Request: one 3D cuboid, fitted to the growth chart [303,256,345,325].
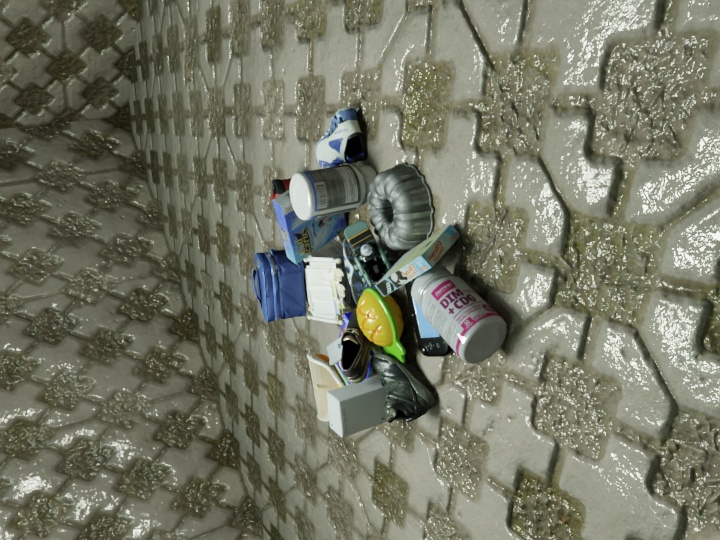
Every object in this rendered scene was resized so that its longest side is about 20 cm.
[{"bbox_3d":[-0.094,0.054,1.838,0.144,0.018,0.202,12,117,34],"label":"growth chart"}]

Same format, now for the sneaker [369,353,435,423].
[{"bbox_3d":[0.075,0.287,1.669,0.199,0.114,0.077,42,154,26],"label":"sneaker"}]

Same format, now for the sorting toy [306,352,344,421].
[{"bbox_3d":[-0.072,0.347,1.989,0.180,0.106,0.202,-147,46,-69],"label":"sorting toy"}]

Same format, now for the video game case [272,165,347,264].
[{"bbox_3d":[-0.124,-0.141,1.783,0.045,0.181,0.201,38,152,36],"label":"video game case"}]

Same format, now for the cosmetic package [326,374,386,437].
[{"bbox_3d":[0.019,0.335,1.750,0.071,0.198,0.103,23,122,57],"label":"cosmetic package"}]

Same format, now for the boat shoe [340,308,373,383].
[{"bbox_3d":[-0.009,0.179,1.735,0.073,0.074,0.202,57,-150,-52],"label":"boat shoe"}]

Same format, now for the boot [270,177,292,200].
[{"bbox_3d":[-0.175,-0.178,1.959,0.201,0.143,0.073,64,148,20],"label":"boot"}]

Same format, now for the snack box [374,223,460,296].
[{"bbox_3d":[0.119,-0.019,1.484,0.037,0.116,0.200,47,147,-5],"label":"snack box"}]

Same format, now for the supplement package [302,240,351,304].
[{"bbox_3d":[-0.120,-0.004,1.965,0.200,0.110,0.157,37,133,52],"label":"supplement package"}]

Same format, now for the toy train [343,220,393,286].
[{"bbox_3d":[0.019,-0.039,1.660,0.115,0.085,0.200,63,-179,20],"label":"toy train"}]

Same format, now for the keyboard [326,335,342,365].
[{"bbox_3d":[-0.054,0.213,1.886,0.200,0.011,0.057,139,124,-62],"label":"keyboard"}]

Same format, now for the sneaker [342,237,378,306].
[{"bbox_3d":[0.000,0.000,1.801,0.077,0.075,0.202,-137,36,-82],"label":"sneaker"}]

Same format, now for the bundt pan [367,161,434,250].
[{"bbox_3d":[0.080,-0.139,1.567,0.202,0.075,0.204,33,129,54],"label":"bundt pan"}]

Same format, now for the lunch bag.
[{"bbox_3d":[-0.230,0.035,1.901,0.136,0.131,0.202,-133,36,-61],"label":"lunch bag"}]

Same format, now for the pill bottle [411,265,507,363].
[{"bbox_3d":[0.194,0.084,1.404,0.200,0.112,0.114,49,141,42],"label":"pill bottle"}]

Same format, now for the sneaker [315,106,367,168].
[{"bbox_3d":[-0.045,-0.298,1.728,0.116,0.080,0.200,67,149,23],"label":"sneaker"}]

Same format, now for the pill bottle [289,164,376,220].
[{"bbox_3d":[-0.061,-0.194,1.673,0.114,0.198,0.115,33,129,51],"label":"pill bottle"}]

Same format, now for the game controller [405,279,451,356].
[{"bbox_3d":[0.152,0.096,1.567,0.104,0.042,0.202,-11,92,63],"label":"game controller"}]

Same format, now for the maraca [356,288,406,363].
[{"bbox_3d":[0.057,0.137,1.700,0.202,0.106,0.137,66,161,-2],"label":"maraca"}]

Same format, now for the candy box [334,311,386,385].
[{"bbox_3d":[0.004,0.234,1.868,0.170,0.076,0.201,54,145,38],"label":"candy box"}]
